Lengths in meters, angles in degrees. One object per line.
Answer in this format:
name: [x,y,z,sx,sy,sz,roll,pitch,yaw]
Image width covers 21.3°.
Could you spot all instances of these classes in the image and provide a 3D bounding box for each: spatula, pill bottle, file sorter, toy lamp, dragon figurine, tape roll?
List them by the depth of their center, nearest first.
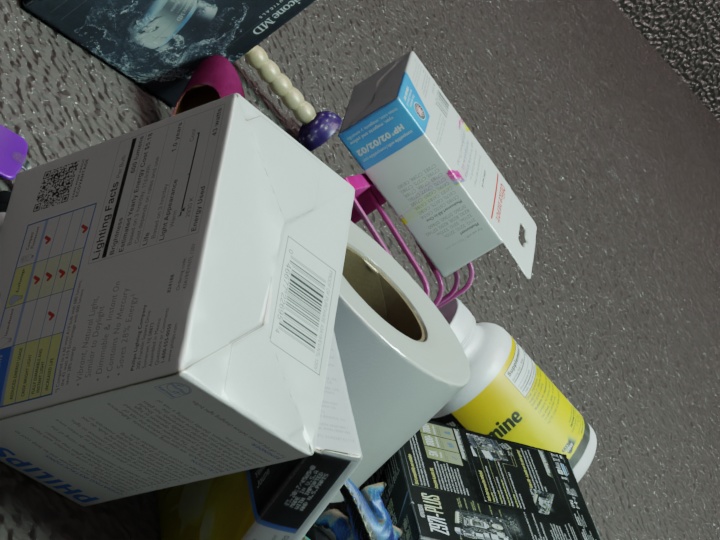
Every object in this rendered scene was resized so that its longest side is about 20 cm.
dragon figurine: [0.016,0.205,1.318,0.100,0.059,0.200,57,-10,44]
spatula: [-0.229,-0.048,1.412,0.200,0.021,0.057,47,28,-24]
tape roll: [-0.032,0.059,1.471,0.203,0.139,0.203,41,15,-14]
file sorter: [0.000,0.000,1.678,0.126,0.139,0.200,58,21,5]
pill bottle: [0.121,0.124,1.792,0.200,0.112,0.113,47,22,-18]
toy lamp: [-0.100,-0.208,1.895,0.200,0.058,0.058,51,21,-19]

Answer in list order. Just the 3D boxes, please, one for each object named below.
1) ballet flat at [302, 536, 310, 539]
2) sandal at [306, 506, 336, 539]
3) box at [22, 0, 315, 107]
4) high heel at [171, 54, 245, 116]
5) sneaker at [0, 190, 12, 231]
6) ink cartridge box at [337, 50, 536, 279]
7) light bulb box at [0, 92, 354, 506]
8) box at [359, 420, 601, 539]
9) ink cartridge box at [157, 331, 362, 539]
ballet flat: [-0.027,0.268,1.321,0.201,0.071,0.071,60,21,13]
sandal: [-0.021,0.211,1.423,0.075,0.048,0.201,35,25,-49]
box: [-0.163,-0.275,1.654,0.200,0.196,0.118,32,31,-46]
high heel: [-0.148,-0.126,1.599,0.096,0.067,0.201,49,32,-42]
sneaker: [-0.194,-0.007,1.355,0.200,0.072,0.083,30,31,-49]
ink cartridge box: [0.070,-0.077,1.653,0.200,0.068,0.115,53,22,-17]
light bulb box: [-0.128,0.023,1.193,0.125,0.199,0.199,38,50,-39]
box: [0.095,0.210,1.497,0.163,0.086,0.200,15,21,-13]
ink cartridge box: [-0.076,0.109,1.262,0.047,0.198,0.201,15,37,-27]
